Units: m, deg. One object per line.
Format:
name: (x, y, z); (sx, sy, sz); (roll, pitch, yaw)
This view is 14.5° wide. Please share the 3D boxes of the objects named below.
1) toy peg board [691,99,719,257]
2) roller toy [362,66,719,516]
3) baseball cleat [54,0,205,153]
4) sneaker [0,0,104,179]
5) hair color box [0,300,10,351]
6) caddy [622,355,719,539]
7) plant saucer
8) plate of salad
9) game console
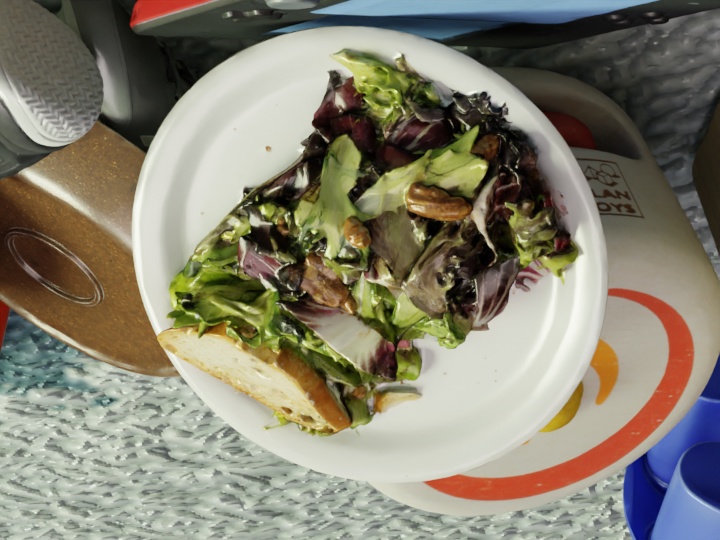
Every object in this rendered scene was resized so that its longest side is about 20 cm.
toy peg board: (0.237, -0.025, 1.197); (0.097, 0.201, 0.199); (-6, 147, -15)
roller toy: (0.062, 0.014, 1.257); (0.182, 0.140, 0.200); (-28, 140, 5)
baseball cleat: (-0.067, -0.070, 1.263); (0.106, 0.070, 0.200); (-20, 145, 4)
sneaker: (-0.213, -0.089, 1.161); (0.200, 0.076, 0.114); (33, 128, -16)
hair color box: (-0.282, 0.016, 1.368); (0.199, 0.064, 0.111); (20, 154, -22)
caddy: (0.233, 0.105, 1.418); (0.199, 0.142, 0.105); (2, 140, 2)
plant saucer: (-0.131, -0.012, 1.282); (0.200, 0.035, 0.200); (27, 156, 13)
plate of salad: (0.000, 0.000, 1.137); (0.199, 0.048, 0.201); (6, 113, 13)
game console: (0.030, -0.108, 1.120); (0.199, 0.031, 0.177); (0, 172, -29)
